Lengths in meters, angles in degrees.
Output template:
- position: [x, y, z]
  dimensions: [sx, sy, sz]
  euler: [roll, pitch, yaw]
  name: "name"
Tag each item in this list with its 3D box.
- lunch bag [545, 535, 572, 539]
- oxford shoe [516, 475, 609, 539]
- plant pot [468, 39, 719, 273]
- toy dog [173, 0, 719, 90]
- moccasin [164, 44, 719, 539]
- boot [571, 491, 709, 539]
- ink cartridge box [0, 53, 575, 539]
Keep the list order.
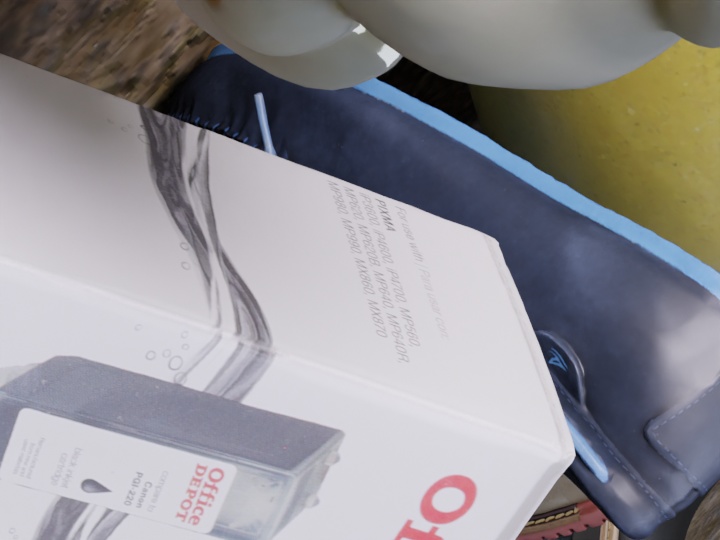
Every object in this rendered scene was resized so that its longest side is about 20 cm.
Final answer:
- position: [0.019, 0.160, 1.058]
  dimensions: [0.199, 0.077, 0.160]
  euler: [-25, 180, -41]
  name: "lunch bag"
- position: [0.081, 0.006, 0.795]
  dimensions: [0.200, 0.071, 0.075]
  euler: [-36, 127, 23]
  name: "oxford shoe"
- position: [0.098, -0.119, 0.709]
  dimensions: [0.200, 0.200, 0.142]
  euler: [-42, 136, -12]
  name: "plant pot"
- position: [-0.024, -0.119, 0.453]
  dimensions: [0.139, 0.194, 0.200]
  euler: [-37, 128, 12]
  name: "toy dog"
- position: [0.011, 0.000, 0.715]
  dimensions: [0.068, 0.200, 0.080]
  euler: [-53, 135, -9]
  name: "moccasin"
- position: [0.155, 0.041, 0.993]
  dimensions: [0.078, 0.137, 0.201]
  euler: [73, 33, -71]
  name: "boot"
- position: [-0.077, 0.039, 0.617]
  dimensions: [0.199, 0.085, 0.146]
  euler: [18, 120, -28]
  name: "ink cartridge box"
